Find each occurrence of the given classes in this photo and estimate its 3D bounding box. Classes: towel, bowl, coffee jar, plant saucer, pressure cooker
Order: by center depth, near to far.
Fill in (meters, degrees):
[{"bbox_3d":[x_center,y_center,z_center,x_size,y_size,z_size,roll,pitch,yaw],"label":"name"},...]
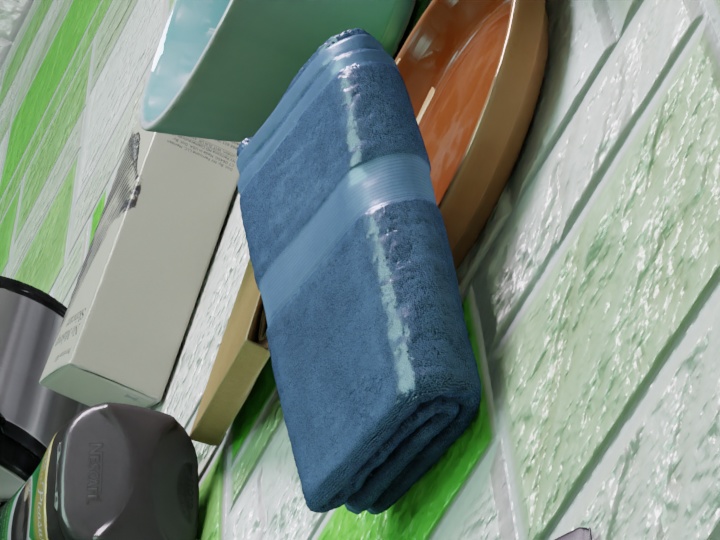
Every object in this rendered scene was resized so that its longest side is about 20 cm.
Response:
[{"bbox_3d":[0.000,0.000,1.085,0.112,0.048,0.200,-48,42,41],"label":"towel"},{"bbox_3d":[0.037,-0.058,1.183,0.200,0.032,0.200,-57,17,29],"label":"plant saucer"},{"bbox_3d":[-0.036,-0.150,1.404,0.201,0.105,0.201,-59,15,26],"label":"bowl"},{"bbox_3d":[-0.161,0.157,1.428,0.200,0.085,0.105,133,143,-52],"label":"coffee jar"},{"bbox_3d":[-0.276,0.122,1.717,0.179,0.176,0.200,-41,29,37],"label":"pressure cooker"}]

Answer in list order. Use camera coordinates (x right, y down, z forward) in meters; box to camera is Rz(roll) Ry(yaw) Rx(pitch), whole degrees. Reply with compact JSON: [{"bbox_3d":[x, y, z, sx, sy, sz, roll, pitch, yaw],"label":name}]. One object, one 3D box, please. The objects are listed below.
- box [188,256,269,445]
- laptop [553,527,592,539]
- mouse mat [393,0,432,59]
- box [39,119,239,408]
[{"bbox_3d":[-0.046,-0.003,1.338,0.200,0.021,0.164,125,164,-68],"label":"box"},{"bbox_3d":[0.023,0.222,0.849,0.187,0.116,0.200,-87,-3,-55],"label":"laptop"},{"bbox_3d":[0.046,-0.198,1.413,0.200,0.008,0.161,-63,15,10],"label":"mouse mat"},{"bbox_3d":[-0.142,-0.008,1.651,0.082,0.068,0.200,-31,37,63],"label":"box"}]
